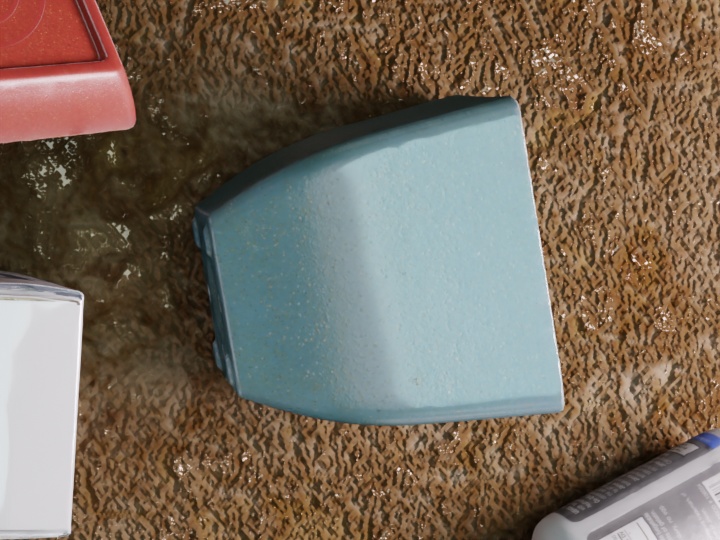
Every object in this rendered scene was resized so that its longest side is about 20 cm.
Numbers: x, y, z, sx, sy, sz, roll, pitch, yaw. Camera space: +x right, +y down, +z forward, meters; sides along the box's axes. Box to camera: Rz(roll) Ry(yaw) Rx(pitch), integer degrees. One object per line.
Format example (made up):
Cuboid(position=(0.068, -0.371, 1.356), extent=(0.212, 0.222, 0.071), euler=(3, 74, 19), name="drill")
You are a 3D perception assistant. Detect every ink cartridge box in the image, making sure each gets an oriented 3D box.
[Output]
Cuboid(position=(-0.229, 0.075, 1.317), extent=(0.084, 0.200, 0.147), euler=(3, 92, -18), name="ink cartridge box")

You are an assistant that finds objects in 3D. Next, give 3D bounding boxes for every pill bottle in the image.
Cuboid(position=(0.189, 0.201, 1.502), extent=(0.199, 0.114, 0.114), euler=(-26, 100, -15), name="pill bottle")

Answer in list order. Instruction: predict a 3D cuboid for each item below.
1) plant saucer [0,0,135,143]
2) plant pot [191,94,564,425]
Cuboid(position=(-0.234, -0.169, 1.258), extent=(0.199, 0.037, 0.201), euler=(-10, 69, -42), name="plant saucer")
Cuboid(position=(0.000, 0.000, 1.398), extent=(0.199, 0.196, 0.197), euler=(-10, 96, -9), name="plant pot")
